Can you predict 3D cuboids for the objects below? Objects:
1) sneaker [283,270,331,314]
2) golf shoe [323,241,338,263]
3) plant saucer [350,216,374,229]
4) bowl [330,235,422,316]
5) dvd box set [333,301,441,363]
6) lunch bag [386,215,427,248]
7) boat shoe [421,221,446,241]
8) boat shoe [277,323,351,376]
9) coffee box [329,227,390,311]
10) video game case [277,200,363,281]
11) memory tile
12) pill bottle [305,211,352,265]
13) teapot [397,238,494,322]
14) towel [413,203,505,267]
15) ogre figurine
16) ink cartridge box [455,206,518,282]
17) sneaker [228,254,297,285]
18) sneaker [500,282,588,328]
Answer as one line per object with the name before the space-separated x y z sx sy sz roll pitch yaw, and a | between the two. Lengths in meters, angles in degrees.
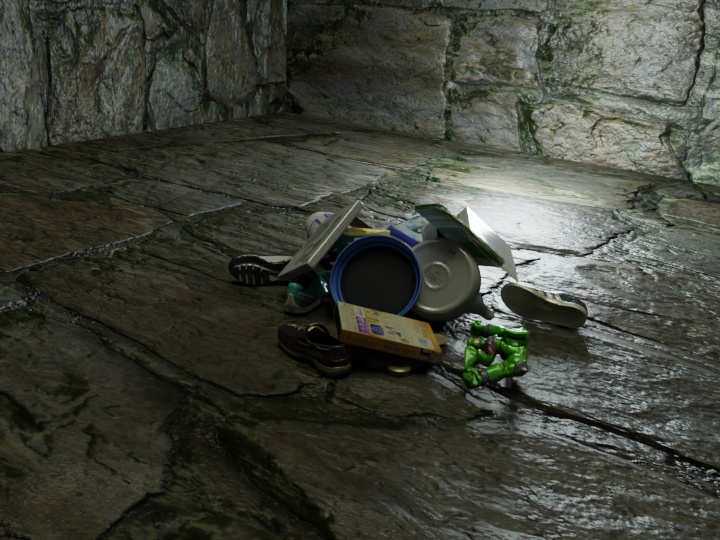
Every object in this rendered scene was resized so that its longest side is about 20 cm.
sneaker | -0.107 0.036 1.756 0.077 0.080 0.200 11 21 20
golf shoe | 0.005 -0.032 1.821 0.200 0.078 0.095 8 47 5
plant saucer | 0.030 -0.099 2.090 0.200 0.032 0.200 36 3 -3
bowl | 0.035 0.023 1.663 0.200 0.201 0.039 9 -14 15
dvd box set | 0.050 0.119 1.507 0.200 0.029 0.146 14 18 -11
lunch bag | 0.185 -0.063 1.947 0.200 0.128 0.170 11 12 -34
boat shoe | 0.206 -0.027 1.805 0.072 0.200 0.069 -15 -1 -22
boat shoe | -0.088 0.136 1.495 0.074 0.073 0.200 -15 27 -42
coffee box | 0.000 0.000 1.736 0.123 0.200 0.044 6 -22 7
video game case | -0.092 -0.065 1.744 0.200 0.024 0.182 -53 15 -24
memory tile | 0.075 0.155 1.554 0.153 0.017 0.200 16 23 31
pill bottle | -0.078 -0.090 2.057 0.112 0.112 0.200 -5 21 -21
teapot | 0.179 0.027 1.724 0.197 0.200 0.146 -14 -16 13
towel | 0.214 -0.076 1.700 0.200 0.023 0.153 40 -9 -15
ogre figurine | 0.261 0.157 1.467 0.120 0.098 0.200 -3 7 16
ink cartridge box | 0.296 -0.051 1.823 0.162 0.050 0.200 40 25 -14
sneaker | -0.222 -0.002 1.879 0.200 0.074 0.080 4 5 -12
sneaker | 0.420 0.073 1.757 0.200 0.075 0.085 21 27 18
